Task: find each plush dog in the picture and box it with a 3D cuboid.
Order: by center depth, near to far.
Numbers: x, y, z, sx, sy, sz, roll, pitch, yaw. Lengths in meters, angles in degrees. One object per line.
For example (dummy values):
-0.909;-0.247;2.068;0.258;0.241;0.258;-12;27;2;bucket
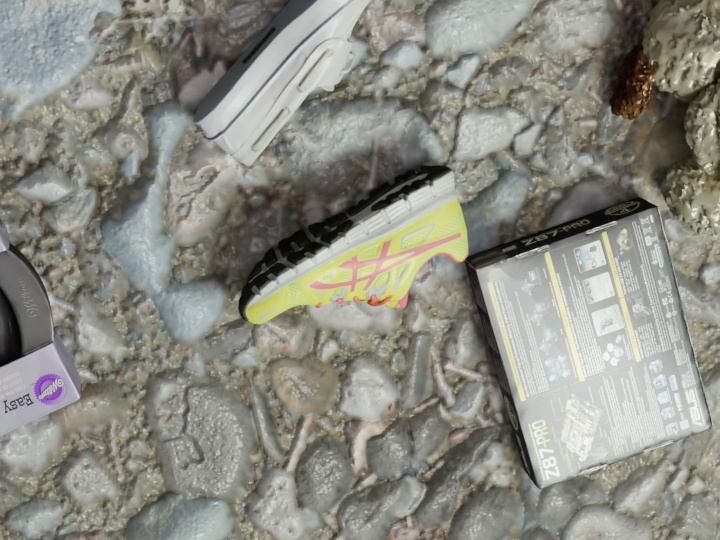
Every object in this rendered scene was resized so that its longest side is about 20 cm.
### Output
0.292;-0.150;1.233;0.200;0.160;0.172;-41;80;0;plush dog

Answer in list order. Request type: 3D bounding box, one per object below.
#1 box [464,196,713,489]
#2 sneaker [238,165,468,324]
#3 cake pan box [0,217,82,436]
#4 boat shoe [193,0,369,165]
0.189;0.061;1.301;0.160;0.049;0.201;-20;106;-6;box
0.000;0.000;1.240;0.199;0.078;0.091;-28;108;-3;sneaker
-0.332;0.052;1.209;0.199;0.052;0.185;-23;108;-4;cake pan box
-0.039;-0.165;1.204;0.200;0.074;0.065;-44;111;13;boat shoe
